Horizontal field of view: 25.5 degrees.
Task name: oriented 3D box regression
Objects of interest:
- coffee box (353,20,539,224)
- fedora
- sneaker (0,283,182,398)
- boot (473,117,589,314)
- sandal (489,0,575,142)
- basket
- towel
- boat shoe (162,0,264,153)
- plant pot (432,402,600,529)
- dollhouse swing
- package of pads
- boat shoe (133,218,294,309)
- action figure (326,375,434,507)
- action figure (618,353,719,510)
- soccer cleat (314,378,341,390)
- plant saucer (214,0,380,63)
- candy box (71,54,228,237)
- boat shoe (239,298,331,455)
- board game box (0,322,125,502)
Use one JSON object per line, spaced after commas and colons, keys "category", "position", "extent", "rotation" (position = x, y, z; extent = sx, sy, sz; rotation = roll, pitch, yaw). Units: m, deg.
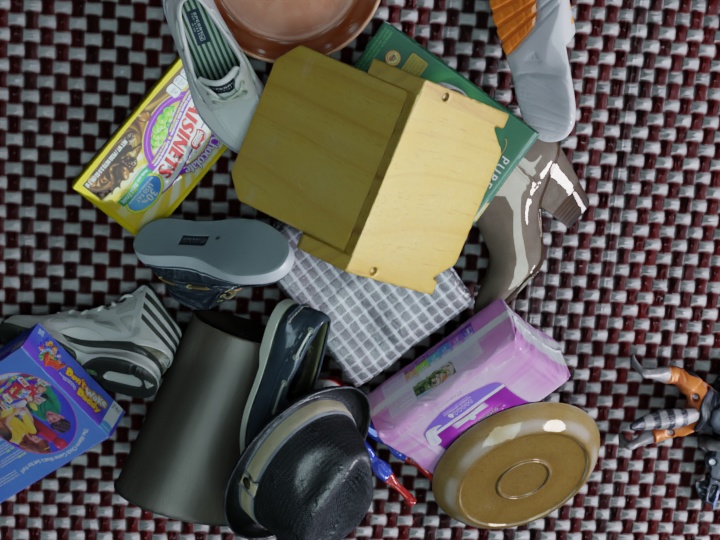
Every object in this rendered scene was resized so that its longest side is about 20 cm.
{"category": "coffee box", "position": [0.072, -0.152, 1.652], "extent": [0.200, 0.044, 0.123], "rotation": [36, 100, 8]}
{"category": "fedora", "position": [-0.043, 0.217, 1.618], "extent": [0.200, 0.092, 0.201], "rotation": [-29, 143, -24]}
{"category": "sneaker", "position": [-0.281, 0.064, 1.706], "extent": [0.200, 0.115, 0.076], "rotation": [13, 138, 20]}
{"category": "boot", "position": [0.145, -0.064, 1.708], "extent": [0.146, 0.070, 0.200], "rotation": [39, 90, -17]}
{"category": "sandal", "position": [0.187, -0.239, 1.665], "extent": [0.079, 0.059, 0.207], "rotation": [-5, 99, 25]}
{"category": "basket", "position": [-0.156, 0.155, 1.707], "extent": [0.180, 0.136, 0.201], "rotation": [9, 102, -44]}
{"category": "towel", "position": [0.000, 0.000, 1.685], "extent": [0.165, 0.086, 0.200], "rotation": [-37, 96, 7]}
{"category": "boat shoe", "position": [-0.145, -0.195, 1.607], "extent": [0.073, 0.067, 0.200], "rotation": [-29, 115, 2]}
{"category": "plant pot", "position": [0.178, 0.226, 1.773], "extent": [0.199, 0.028, 0.200], "rotation": [-11, 135, -11]}
{"category": "dollhouse swing", "position": [0.005, -0.110, 1.614], "extent": [0.181, 0.176, 0.200], "rotation": [15, 99, -44]}
{"category": "package of pads", "position": [0.117, 0.127, 1.727], "extent": [0.200, 0.076, 0.120], "rotation": [-38, 133, 17]}
{"category": "boat shoe", "position": [-0.137, -0.003, 1.647], "extent": [0.071, 0.200, 0.091], "rotation": [-60, 140, -26]}
{"category": "action figure", "position": [-0.003, 0.178, 1.776], "extent": [0.200, 0.052, 0.065], "rotation": [44, 92, -11]}
{"category": "action figure", "position": [0.392, 0.186, 1.795], "extent": [0.193, 0.105, 0.201], "rotation": [5, 104, 2]}
{"category": "soccer cleat", "position": [-0.058, 0.200, 1.722], "extent": [0.068, 0.085, 0.200], "rotation": [26, 130, 5]}
{"category": "plant saucer", "position": [-0.073, -0.313, 1.630], "extent": [0.200, 0.032, 0.201], "rotation": [-2, 108, -6]}
{"category": "candy box", "position": [-0.202, -0.134, 1.672], "extent": [0.102, 0.026, 0.200], "rotation": [38, 99, -19]}
{"category": "boat shoe", "position": [-0.072, 0.131, 1.644], "extent": [0.062, 0.075, 0.201], "rotation": [19, 101, 28]}
{"category": "board game box", "position": [-0.367, 0.157, 1.688], "extent": [0.200, 0.045, 0.135], "rotation": [-31, 110, 30]}
